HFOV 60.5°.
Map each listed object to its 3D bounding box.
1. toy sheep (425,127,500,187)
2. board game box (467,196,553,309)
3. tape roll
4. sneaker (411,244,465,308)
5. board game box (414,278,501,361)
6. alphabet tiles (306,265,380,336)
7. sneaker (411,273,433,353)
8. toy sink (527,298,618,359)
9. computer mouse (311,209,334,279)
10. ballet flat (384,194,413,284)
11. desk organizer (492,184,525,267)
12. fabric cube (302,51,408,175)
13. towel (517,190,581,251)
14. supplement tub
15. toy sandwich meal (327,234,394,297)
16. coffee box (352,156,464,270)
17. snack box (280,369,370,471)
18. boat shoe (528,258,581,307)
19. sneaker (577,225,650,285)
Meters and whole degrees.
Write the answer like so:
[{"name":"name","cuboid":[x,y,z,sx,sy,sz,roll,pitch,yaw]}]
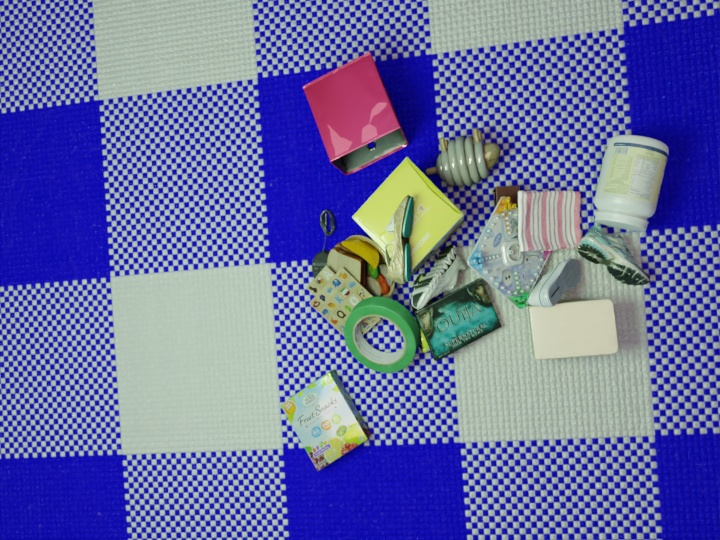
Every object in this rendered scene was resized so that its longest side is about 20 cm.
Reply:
[{"name":"toy sheep","cuboid":[0.259,-0.279,1.569,0.195,0.137,0.142,-12,88,24]},{"name":"board game box","cuboid":[0.377,-0.043,1.515,0.199,0.026,0.203,37,73,-19]},{"name":"tape roll","cuboid":[0.055,0.167,1.592,0.195,0.048,0.205,10,120,17]},{"name":"sneaker","cuboid":[0.203,0.028,1.570,0.081,0.075,0.201,48,64,-16]},{"name":"board game box","cuboid":[0.249,0.124,1.579,0.196,0.028,0.138,-26,93,-11]},{"name":"alphabet tiles","cuboid":[-0.045,0.085,1.625,0.199,0.006,0.166,43,127,-3]},{"name":"sneaker","cuboid":[0.180,0.109,1.616,0.078,0.074,0.206,-7,90,-7]},{"name":"toy sink","cuboid":[0.521,0.141,1.530,0.194,0.112,0.135,-8,89,14]},{"name":"computer mouse","cuboid":[-0.095,-0.062,1.677,0.057,0.034,0.206,4,86,26]},{"name":"ballet flat","cuboid":[0.086,-0.073,1.429,0.064,0.070,0.207,3,89,23]},{"name":"desk organizer","cuboid":[0.359,-0.108,1.562,0.075,0.071,0.207,-4,89,-27]},{"name":"fabric cube","cuboid":[-0.008,-0.389,1.576,0.192,0.200,0.204,-24,84,9]},{"name":"towel","cuboid":[0.472,-0.124,1.532,0.195,0.030,0.151,-3,89,-25]},{"name":"supplement tub","cuboid":[0.649,-0.209,1.492,0.141,0.145,0.206,13,92,9]},{"name":"toy sandwich meal","cuboid":[0.000,0.000,1.593,0.202,0.070,0.210,27,134,32]},{"name":"coffee box","cuboid":[0.125,-0.128,1.552,0.200,0.198,0.200,45,97,7]},{"name":"snack box","cuboid":[-0.093,0.399,1.654,0.167,0.068,0.203,-34,83,8]},{"name":"boat shoe","cuboid":[0.476,0.026,1.524,0.066,0.198,0.075,-8,106,47]},{"name":"sneaker","cuboid":[0.640,-0.041,1.529,0.198,0.078,0.087,34,71,-3]}]
